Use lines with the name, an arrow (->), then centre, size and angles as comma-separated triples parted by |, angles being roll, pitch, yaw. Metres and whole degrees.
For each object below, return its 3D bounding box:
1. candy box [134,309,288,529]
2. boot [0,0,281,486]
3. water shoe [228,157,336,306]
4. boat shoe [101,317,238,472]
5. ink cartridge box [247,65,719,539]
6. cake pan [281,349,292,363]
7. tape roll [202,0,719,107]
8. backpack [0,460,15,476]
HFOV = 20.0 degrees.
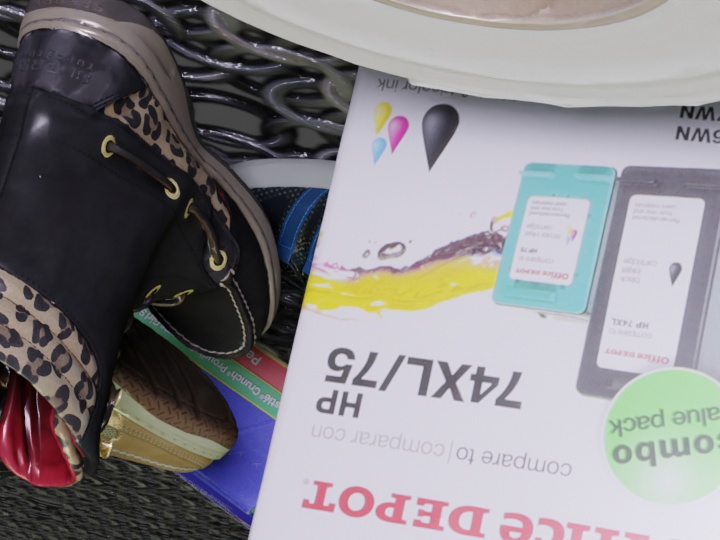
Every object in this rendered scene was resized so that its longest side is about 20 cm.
candy box -> -0.076, 0.077, 1.087 | 0.169, 0.077, 0.200 | 35, 173, 20
boot -> -0.096, 0.012, 0.765 | 0.073, 0.151, 0.200 | 6, 146, 18
water shoe -> 0.000, 0.000, 0.848 | 0.200, 0.079, 0.071 | 1, 161, 36
boat shoe -> -0.144, 0.042, 0.845 | 0.200, 0.076, 0.072 | 32, -167, -28
ink cartridge box -> 0.074, 0.021, 0.635 | 0.146, 0.200, 0.146 | 7, 163, 20
cake pan -> 0.059, 0.057, 1.077 | 0.200, 0.037, 0.200 | 12, 164, 3
tape roll -> 0.029, -0.108, 0.467 | 0.202, 0.071, 0.202 | 11, 164, 3
backpack -> -0.224, 0.014, 0.938 | 0.200, 0.154, 0.176 | 23, 167, 8
